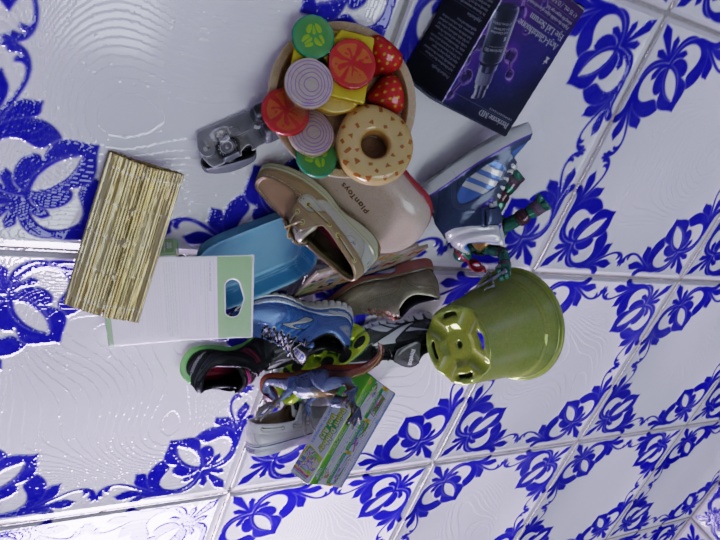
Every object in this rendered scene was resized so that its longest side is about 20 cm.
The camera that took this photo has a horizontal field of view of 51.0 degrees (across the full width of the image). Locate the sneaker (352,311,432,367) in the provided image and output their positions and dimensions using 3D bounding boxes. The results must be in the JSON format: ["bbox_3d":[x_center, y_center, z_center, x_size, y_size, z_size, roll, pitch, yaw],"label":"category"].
[{"bbox_3d":[0.061,0.130,1.300,0.197,0.091,0.067,-12,131,-26],"label":"sneaker"}]

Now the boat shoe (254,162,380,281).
[{"bbox_3d":[-0.064,-0.064,1.004,0.067,0.199,0.074,-54,-179,-37],"label":"boat shoe"}]

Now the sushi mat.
[{"bbox_3d":[-0.292,-0.038,0.930,0.094,0.012,0.203,17,99,-19],"label":"sushi mat"}]

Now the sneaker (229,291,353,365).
[{"bbox_3d":[-0.103,0.090,1.133,0.196,0.090,0.079,4,146,-15],"label":"sneaker"}]

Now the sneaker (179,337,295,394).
[{"bbox_3d":[-0.176,0.150,1.163,0.197,0.084,0.078,-13,131,-25],"label":"sneaker"}]

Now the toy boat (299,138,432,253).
[{"bbox_3d":[0.018,-0.125,1.053,0.130,0.131,0.200,-33,107,36],"label":"toy boat"}]

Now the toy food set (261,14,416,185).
[{"bbox_3d":[-0.023,-0.210,0.933,0.194,0.049,0.204,9,87,-13],"label":"toy food set"}]

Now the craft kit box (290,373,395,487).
[{"bbox_3d":[-0.024,0.276,1.306,0.202,0.048,0.198,-59,161,-8],"label":"craft kit box"}]

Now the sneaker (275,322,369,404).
[{"bbox_3d":[-0.059,0.148,1.247,0.199,0.075,0.083,-39,160,26],"label":"sneaker"}]

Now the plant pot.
[{"bbox_3d":[0.214,0.108,1.277,0.183,0.200,0.203,-12,132,-45],"label":"plant pot"}]

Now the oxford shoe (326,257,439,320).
[{"bbox_3d":[0.031,0.048,1.201,0.197,0.076,0.070,-23,157,8],"label":"oxford shoe"}]

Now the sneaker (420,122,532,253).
[{"bbox_3d":[0.203,-0.117,1.160,0.198,0.081,0.148,-32,98,3],"label":"sneaker"}]

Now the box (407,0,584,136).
[{"bbox_3d":[0.177,-0.308,1.019,0.146,0.105,0.202,12,116,-40],"label":"box"}]

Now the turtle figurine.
[{"bbox_3d":[0.209,-0.068,1.242,0.150,0.101,0.200,44,101,-5],"label":"turtle figurine"}]

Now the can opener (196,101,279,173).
[{"bbox_3d":[-0.118,-0.184,0.972,0.198,0.054,0.067,-26,167,-14],"label":"can opener"}]

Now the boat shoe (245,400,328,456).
[{"bbox_3d":[-0.112,0.257,1.306,0.198,0.070,0.071,-11,105,-36],"label":"boat shoe"}]

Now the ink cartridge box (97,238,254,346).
[{"bbox_3d":[-0.245,0.029,1.015,0.196,0.048,0.147,-4,126,-15],"label":"ink cartridge box"}]

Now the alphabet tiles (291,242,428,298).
[{"bbox_3d":[0.000,0.000,1.143,0.197,0.008,0.167,-15,170,-23],"label":"alphabet tiles"}]

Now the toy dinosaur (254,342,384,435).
[{"bbox_3d":[-0.075,0.185,1.190,0.201,0.180,0.106,-50,140,-22],"label":"toy dinosaur"}]

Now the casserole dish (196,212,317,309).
[{"bbox_3d":[-0.150,-0.020,1.078,0.197,0.039,0.122,-24,134,-17],"label":"casserole dish"}]
